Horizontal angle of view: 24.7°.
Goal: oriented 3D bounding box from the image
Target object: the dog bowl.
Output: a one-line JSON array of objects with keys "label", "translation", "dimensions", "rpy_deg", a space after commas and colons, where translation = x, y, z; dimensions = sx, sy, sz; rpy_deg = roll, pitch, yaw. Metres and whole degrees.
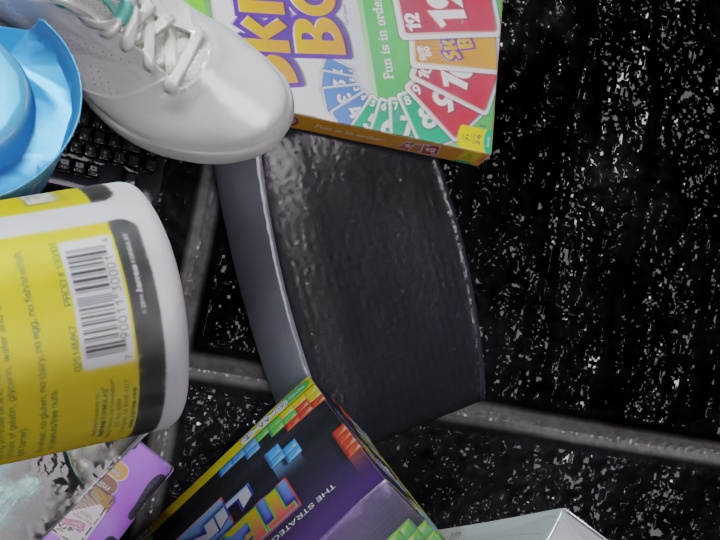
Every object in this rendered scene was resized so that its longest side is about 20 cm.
[{"label": "dog bowl", "translation": [-0.217, -0.102, 0.776], "dimensions": [0.111, 0.050, 0.200], "rpy_deg": [-39, 78, -24]}]

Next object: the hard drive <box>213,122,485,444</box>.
[{"label": "hard drive", "translation": [0.000, 0.000, 0.931], "dimensions": [0.134, 0.042, 0.201], "rpy_deg": [-19, 101, -22]}]

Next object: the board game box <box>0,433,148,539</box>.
[{"label": "board game box", "translation": [-0.213, 0.098, 0.771], "dimensions": [0.200, 0.028, 0.135], "rpy_deg": [-46, 108, -16]}]

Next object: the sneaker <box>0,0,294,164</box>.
[{"label": "sneaker", "translation": [-0.122, -0.122, 0.808], "dimensions": [0.199, 0.089, 0.076], "rpy_deg": [30, 75, -1]}]

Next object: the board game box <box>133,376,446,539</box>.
[{"label": "board game box", "translation": [-0.064, 0.160, 0.825], "dimensions": [0.200, 0.165, 0.057], "rpy_deg": [-44, 109, -2]}]

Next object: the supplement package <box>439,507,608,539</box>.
[{"label": "supplement package", "translation": [0.073, 0.250, 0.845], "dimensions": [0.147, 0.191, 0.200], "rpy_deg": [37, 69, -7]}]

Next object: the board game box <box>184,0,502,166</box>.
[{"label": "board game box", "translation": [-0.021, -0.123, 0.894], "dimensions": [0.199, 0.030, 0.096], "rpy_deg": [10, 73, -13]}]

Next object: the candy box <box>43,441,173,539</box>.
[{"label": "candy box", "translation": [-0.223, 0.125, 0.823], "dimensions": [0.168, 0.071, 0.200], "rpy_deg": [43, 76, -21]}]

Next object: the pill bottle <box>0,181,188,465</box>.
[{"label": "pill bottle", "translation": [-0.183, 0.031, 0.703], "dimensions": [0.199, 0.114, 0.115], "rpy_deg": [-10, 98, -22]}]

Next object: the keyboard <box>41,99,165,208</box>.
[{"label": "keyboard", "translation": [-0.197, -0.062, 0.847], "dimensions": [0.199, 0.021, 0.128], "rpy_deg": [12, 85, -24]}]
